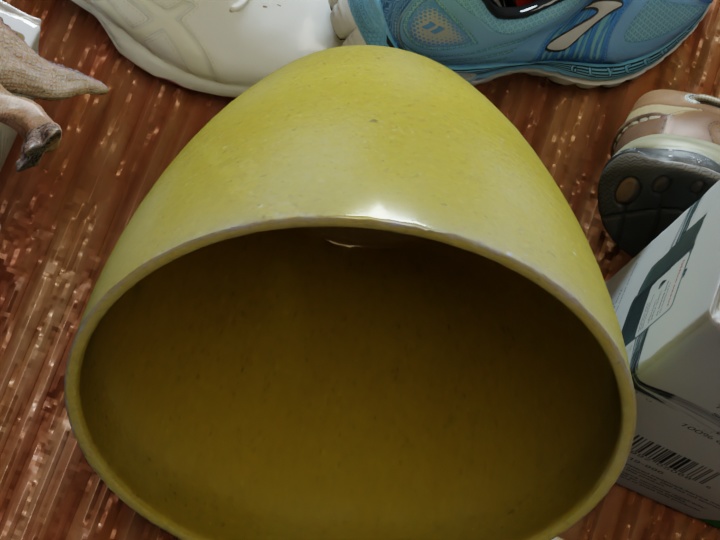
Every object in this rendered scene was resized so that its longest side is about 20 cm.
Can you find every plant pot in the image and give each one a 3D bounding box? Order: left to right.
[{"bbox_3d":[0.000,0.000,0.789,0.199,0.200,0.142,12,47,-9],"label":"plant pot"}]

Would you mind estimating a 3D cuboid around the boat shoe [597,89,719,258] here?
[{"bbox_3d":[0.193,-0.018,0.882,0.199,0.076,0.074,28,44,-13],"label":"boat shoe"}]

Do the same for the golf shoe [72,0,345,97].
[{"bbox_3d":[-0.084,-0.131,0.846,0.199,0.092,0.076,23,70,-7],"label":"golf shoe"}]

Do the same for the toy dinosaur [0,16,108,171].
[{"bbox_3d":[-0.185,-0.060,0.726,0.200,0.086,0.136,-30,74,-24],"label":"toy dinosaur"}]

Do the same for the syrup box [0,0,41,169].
[{"bbox_3d":[-0.193,-0.011,0.793,0.081,0.079,0.201,22,71,-5],"label":"syrup box"}]

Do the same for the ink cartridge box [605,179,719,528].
[{"bbox_3d":[0.171,0.039,0.793,0.146,0.200,0.083,25,70,-5],"label":"ink cartridge box"}]

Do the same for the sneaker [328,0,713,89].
[{"bbox_3d":[0.088,-0.120,0.867,0.199,0.090,0.079,-19,80,-36],"label":"sneaker"}]

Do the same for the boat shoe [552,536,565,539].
[{"bbox_3d":[0.128,0.143,0.827,0.199,0.072,0.076,22,59,-5],"label":"boat shoe"}]
